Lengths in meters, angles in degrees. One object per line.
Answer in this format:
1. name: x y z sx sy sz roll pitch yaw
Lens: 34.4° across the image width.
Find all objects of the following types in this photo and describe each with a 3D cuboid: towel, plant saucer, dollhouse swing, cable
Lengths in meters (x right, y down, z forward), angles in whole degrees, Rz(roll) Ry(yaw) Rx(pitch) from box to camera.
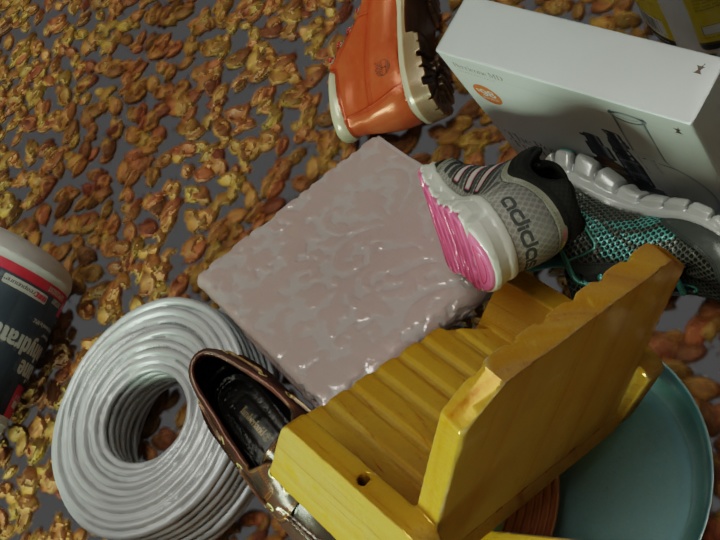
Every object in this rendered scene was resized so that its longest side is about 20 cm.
1. towel: 0.000 0.000 0.872 0.199 0.032 0.191 -39 48 -15
2. plant saucer: 0.131 0.137 0.753 0.198 0.027 0.203 -14 59 24
3. dollhouse swing: 0.060 0.049 0.665 0.199 0.177 0.181 -31 45 -27
4. cable: -0.152 0.121 0.911 0.198 0.069 0.202 -29 53 15

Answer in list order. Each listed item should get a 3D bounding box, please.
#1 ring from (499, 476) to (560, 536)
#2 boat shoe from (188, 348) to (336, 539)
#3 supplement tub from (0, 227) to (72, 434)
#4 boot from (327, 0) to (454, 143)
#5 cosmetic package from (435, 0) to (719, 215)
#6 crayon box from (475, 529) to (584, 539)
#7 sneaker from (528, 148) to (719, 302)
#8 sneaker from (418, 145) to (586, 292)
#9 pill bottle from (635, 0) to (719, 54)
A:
1. ring: 0.038 0.148 0.778 0.198 0.019 0.203 -14 59 24
2. boat shoe: -0.048 0.127 0.776 0.070 0.070 0.199 -47 59 -8
3. supplement tub: -0.354 0.064 1.023 0.139 0.140 0.202 12 72 36
4. boot: 0.013 -0.202 0.984 0.106 0.075 0.202 -20 57 28
5. cosmetic package: 0.166 -0.105 0.783 0.199 0.151 0.052 25 79 39
6. crayon box: 0.100 0.255 0.664 0.124 0.052 0.203 1 76 22
7. sneaker: 0.180 -0.005 0.770 0.092 0.078 0.199 -53 43 -7
8. sneaker: 0.094 -0.041 0.769 0.086 0.075 0.200 -21 13 -2
9. pill bottle: 0.221 -0.246 0.792 0.111 0.200 0.113 -14 59 24
